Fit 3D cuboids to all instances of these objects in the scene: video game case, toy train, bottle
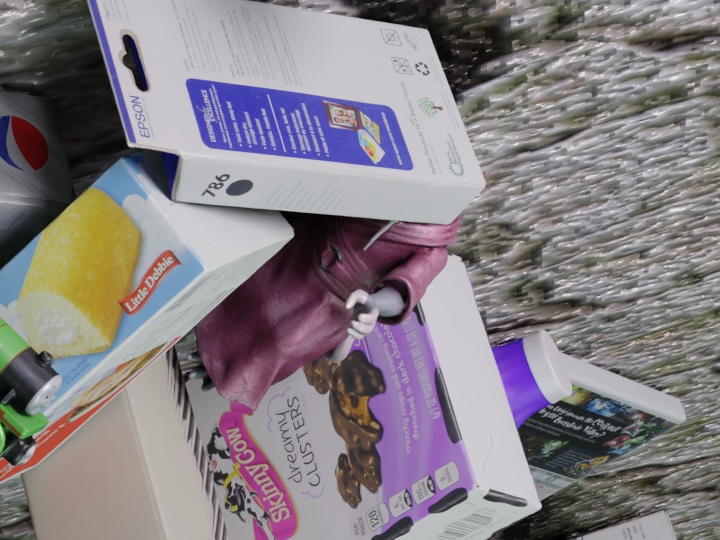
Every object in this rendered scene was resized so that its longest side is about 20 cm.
[{"bbox_3d":[0.113,0.122,1.501,0.181,0.024,0.199,-32,148,27],"label":"video game case"},{"bbox_3d":[-0.212,0.006,0.934,0.056,0.200,0.042,-48,175,12],"label":"toy train"},{"bbox_3d":[0.042,0.101,1.371,0.199,0.066,0.084,-25,151,14],"label":"bottle"}]

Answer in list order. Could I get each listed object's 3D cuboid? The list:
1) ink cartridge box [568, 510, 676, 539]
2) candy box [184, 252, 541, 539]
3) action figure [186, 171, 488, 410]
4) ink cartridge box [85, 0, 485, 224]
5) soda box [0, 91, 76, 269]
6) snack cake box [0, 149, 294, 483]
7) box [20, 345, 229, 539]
[{"bbox_3d":[0.180,0.292,1.781,0.198,0.085,0.146,-17,153,-2],"label":"ink cartridge box"},{"bbox_3d":[-0.010,0.104,1.238,0.199,0.169,0.071,-34,148,28],"label":"candy box"},{"bbox_3d":[0.000,0.000,1.092,0.199,0.135,0.148,-33,150,33],"label":"action figure"},{"bbox_3d":[-0.041,-0.077,0.964,0.199,0.100,0.039,6,143,-36],"label":"ink cartridge box"},{"bbox_3d":[-0.216,-0.006,1.024,0.063,0.069,0.200,5,144,-38],"label":"soda box"},{"bbox_3d":[-0.138,0.026,0.997,0.200,0.067,0.115,-41,176,20],"label":"snack cake box"},{"bbox_3d":[-0.134,0.091,1.104,0.082,0.201,0.068,-27,154,20],"label":"box"}]
